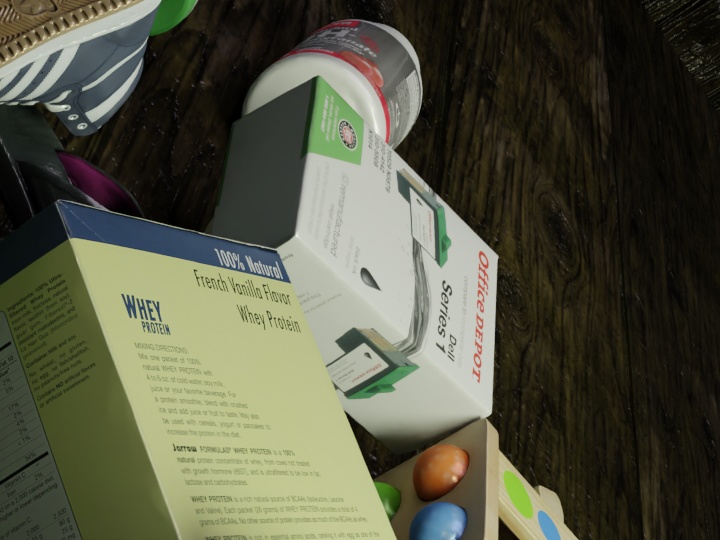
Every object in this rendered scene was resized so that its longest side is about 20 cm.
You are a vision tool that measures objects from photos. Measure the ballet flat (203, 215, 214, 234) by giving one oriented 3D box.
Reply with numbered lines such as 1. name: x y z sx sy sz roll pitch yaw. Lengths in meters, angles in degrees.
1. ballet flat: -0.064 -0.028 1.220 0.062 0.067 0.200 46 23 -4

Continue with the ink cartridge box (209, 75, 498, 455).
1. ink cartridge box: 0.000 0.000 1.149 0.200 0.084 0.147 42 37 -33

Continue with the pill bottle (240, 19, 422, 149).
1. pill bottle: -0.013 -0.132 1.393 0.111 0.110 0.200 55 22 -8

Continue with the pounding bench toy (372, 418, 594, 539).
1. pounding bench toy: 0.066 0.175 1.156 0.156 0.124 0.201 48 24 -23

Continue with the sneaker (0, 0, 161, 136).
1. sneaker: -0.199 -0.113 0.996 0.198 0.109 0.070 -23 67 -25

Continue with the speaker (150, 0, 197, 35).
1. speaker: -0.145 -0.247 1.295 0.089 0.088 0.201 47 25 -25

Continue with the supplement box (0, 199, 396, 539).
1. supplement box: -0.104 0.096 0.880 0.199 0.134 0.201 13 50 -61

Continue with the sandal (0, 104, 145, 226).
1. sandal: -0.166 -0.042 1.037 0.202 0.048 0.075 57 22 -2
